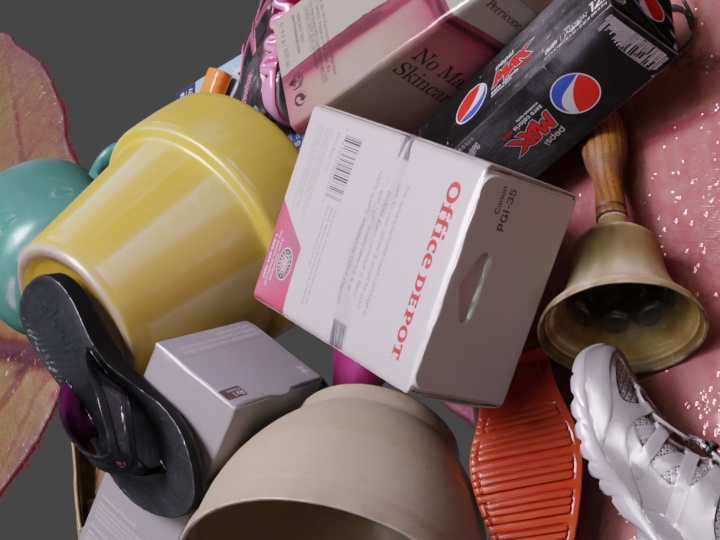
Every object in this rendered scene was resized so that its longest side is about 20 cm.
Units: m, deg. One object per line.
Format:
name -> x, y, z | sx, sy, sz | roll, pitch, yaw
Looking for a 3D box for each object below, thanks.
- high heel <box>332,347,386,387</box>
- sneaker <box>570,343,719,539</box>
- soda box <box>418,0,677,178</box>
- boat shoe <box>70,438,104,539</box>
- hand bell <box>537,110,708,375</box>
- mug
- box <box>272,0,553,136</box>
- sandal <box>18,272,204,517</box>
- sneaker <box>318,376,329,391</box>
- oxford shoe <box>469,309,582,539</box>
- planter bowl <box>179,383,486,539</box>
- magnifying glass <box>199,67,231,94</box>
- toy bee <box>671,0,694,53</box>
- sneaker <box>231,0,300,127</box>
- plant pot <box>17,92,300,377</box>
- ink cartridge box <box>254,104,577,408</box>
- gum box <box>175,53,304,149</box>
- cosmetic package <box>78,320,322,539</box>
high heel -> 0.000, 0.000, 0.974 | 0.067, 0.096, 0.200 | 20, 87, 46
sneaker -> 0.192, 0.125, 0.765 | 0.082, 0.075, 0.200 | -35, 63, 21
soda box -> 0.123, -0.121, 0.896 | 0.200, 0.063, 0.071 | -41, 28, 37
boat shoe -> -0.223, 0.207, 1.123 | 0.073, 0.063, 0.200 | -30, 55, 30
hand bell -> 0.167, -0.041, 0.860 | 0.104, 0.104, 0.200 | -27, 43, 34
mug -> -0.276, -0.026, 1.201 | 0.114, 0.152, 0.185 | 42, 121, 45
box -> 0.051, -0.174, 0.976 | 0.200, 0.128, 0.109 | -31, 54, 31
sandal -> -0.179, 0.090, 0.873 | 0.200, 0.048, 0.075 | 49, 123, 19
sneaker -> -0.099, 0.125, 1.045 | 0.200, 0.078, 0.090 | -8, 57, 32
oxford shoe -> 0.107, 0.106, 0.852 | 0.071, 0.073, 0.200 | -7, 64, 8
planter bowl -> -0.005, 0.162, 0.862 | 0.200, 0.200, 0.135 | -24, 30, 35
magnifying glass -> -0.162, -0.085, 1.155 | 0.080, 0.022, 0.200 | 20, 86, 48
toy bee -> 0.201, -0.268, 0.888 | 0.131, 0.109, 0.200 | -29, 55, 30
sneaker -> -0.065, -0.209, 1.088 | 0.095, 0.079, 0.200 | -10, 62, 51
plant pot -> -0.149, -0.007, 0.995 | 0.201, 0.201, 0.189 | 5, 34, 45
ink cartridge box -> 0.028, -0.013, 0.848 | 0.200, 0.083, 0.147 | 28, 101, 53
gum box -> -0.084, -0.117, 1.141 | 0.200, 0.045, 0.170 | -23, 57, 35
cosmetic package -> -0.119, 0.144, 0.931 | 0.090, 0.107, 0.200 | 32, 111, 25
